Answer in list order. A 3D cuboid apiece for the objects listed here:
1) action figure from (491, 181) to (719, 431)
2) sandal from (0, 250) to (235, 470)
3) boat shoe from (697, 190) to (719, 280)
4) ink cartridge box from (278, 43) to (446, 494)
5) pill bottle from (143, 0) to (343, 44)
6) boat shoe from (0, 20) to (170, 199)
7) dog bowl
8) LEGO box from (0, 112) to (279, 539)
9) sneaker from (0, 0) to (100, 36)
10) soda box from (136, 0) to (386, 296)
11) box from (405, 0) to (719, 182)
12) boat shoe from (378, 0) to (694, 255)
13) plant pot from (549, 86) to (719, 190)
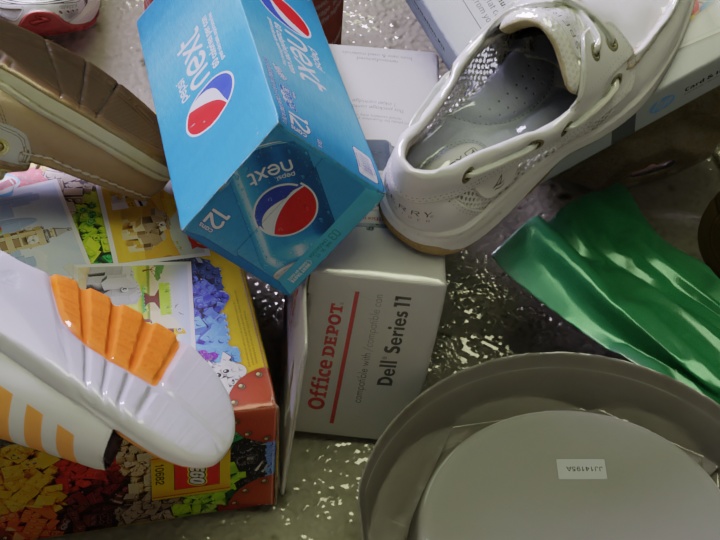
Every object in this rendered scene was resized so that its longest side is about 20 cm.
[{"bbox_3d":[0.164,0.044,0.979,0.200,0.055,0.118,42,45,19],"label":"action figure"},{"bbox_3d":[-0.147,0.034,0.855,0.206,0.059,0.079,30,23,10],"label":"sandal"},{"bbox_3d":[0.255,0.027,0.995,0.066,0.074,0.200,-4,48,-50],"label":"boat shoe"},{"bbox_3d":[0.000,0.000,0.967,0.067,0.117,0.200,6,47,-5],"label":"ink cartridge box"},{"bbox_3d":[-0.061,-0.184,1.081,0.112,0.200,0.112,3,46,-3],"label":"pill bottle"},{"bbox_3d":[-0.180,-0.079,0.938,0.200,0.067,0.074,27,18,-11],"label":"boat shoe"},{"bbox_3d":[0.095,0.129,0.893,0.199,0.059,0.201,3,46,-3],"label":"dog bowl"},{"bbox_3d":[-0.130,0.023,0.962,0.148,0.077,0.200,-8,48,-11],"label":"LEGO box"},{"bbox_3d":[-0.195,-0.210,1.176,0.078,0.082,0.200,-6,48,-10],"label":"sneaker"},{"bbox_3d":[-0.051,-0.079,0.936,0.064,0.068,0.200,33,21,-29],"label":"soda box"},{"bbox_3d":[0.127,-0.153,0.985,0.200,0.041,0.156,-28,72,-5],"label":"box"},{"bbox_3d":[0.086,-0.092,0.905,0.071,0.069,0.200,36,69,17],"label":"boat shoe"},{"bbox_3d":[0.128,-0.152,1.093,0.200,0.201,0.184,-8,59,-13],"label":"plant pot"}]
